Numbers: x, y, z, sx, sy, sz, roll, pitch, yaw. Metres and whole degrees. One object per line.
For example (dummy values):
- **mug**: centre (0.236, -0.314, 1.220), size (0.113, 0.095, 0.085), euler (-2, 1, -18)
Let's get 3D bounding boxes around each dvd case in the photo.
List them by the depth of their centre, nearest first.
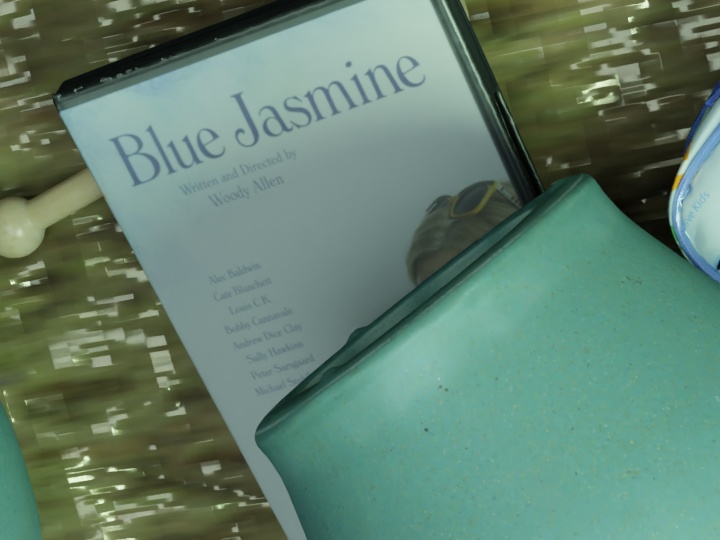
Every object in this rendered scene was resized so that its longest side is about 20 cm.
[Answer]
- **dvd case**: centre (0.000, 0.000, 0.831), size (0.142, 0.018, 0.201), euler (-18, 115, 19)

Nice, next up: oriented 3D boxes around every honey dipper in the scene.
- **honey dipper**: centre (-0.054, -0.052, 0.841), size (0.199, 0.038, 0.038), euler (-28, 99, 22)

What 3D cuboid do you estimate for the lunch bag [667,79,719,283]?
- **lunch bag**: centre (0.198, -0.055, 0.756), size (0.160, 0.076, 0.200), euler (37, 113, 3)

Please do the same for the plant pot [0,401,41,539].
- **plant pot**: centre (-0.193, 0.093, 0.860), size (0.200, 0.201, 0.134), euler (-38, 133, 22)

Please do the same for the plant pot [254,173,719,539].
- **plant pot**: centre (0.073, 0.081, 0.752), size (0.200, 0.200, 0.188), euler (-38, 91, 22)
